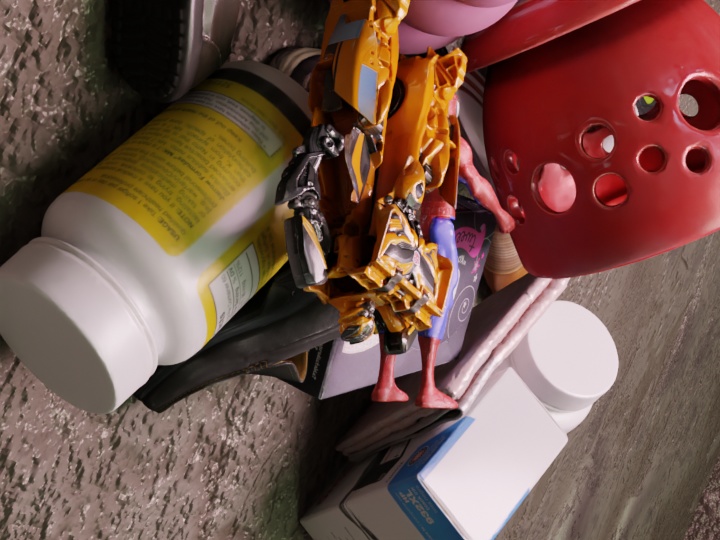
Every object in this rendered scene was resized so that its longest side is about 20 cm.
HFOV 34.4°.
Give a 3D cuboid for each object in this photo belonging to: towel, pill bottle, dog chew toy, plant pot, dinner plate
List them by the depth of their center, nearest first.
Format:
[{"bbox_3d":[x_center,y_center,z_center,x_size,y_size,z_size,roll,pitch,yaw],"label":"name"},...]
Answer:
[{"bbox_3d":[-0.106,-0.021,0.659,0.200,0.114,0.115,-47,145,-34],"label":"pill bottle"},{"bbox_3d":[0.050,-0.198,0.716,0.123,0.200,0.126,-4,100,-20],"label":"dog chew toy"},{"bbox_3d":[0.175,-0.115,0.813,0.200,0.199,0.184,-31,100,-47],"label":"plant pot"},{"bbox_3d":[0.119,-0.089,0.967,0.024,0.202,0.200,-29,159,21],"label":"dinner plate"},{"bbox_3d":[0.082,0.080,1.012,0.191,0.032,0.200,-45,-175,-35],"label":"towel"},{"bbox_3d":[0.150,0.116,1.103,0.113,0.113,0.200,-43,176,-37],"label":"pill bottle"}]

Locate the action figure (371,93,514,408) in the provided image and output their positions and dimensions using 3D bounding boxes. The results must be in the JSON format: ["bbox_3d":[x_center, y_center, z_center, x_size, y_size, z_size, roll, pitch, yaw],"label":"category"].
[{"bbox_3d":[0.059,-0.015,0.760,0.099,0.065,0.202,6,88,-50],"label":"action figure"}]

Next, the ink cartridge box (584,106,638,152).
[{"bbox_3d":[0.189,-0.135,1.028,0.083,0.145,0.200,-26,154,9],"label":"ink cartridge box"}]

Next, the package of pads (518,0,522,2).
[{"bbox_3d":[0.121,-0.277,0.911,0.200,0.075,0.122,-36,134,-45],"label":"package of pads"}]

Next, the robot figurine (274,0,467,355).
[{"bbox_3d":[0.013,-0.055,0.651,0.145,0.058,0.202,38,50,-48],"label":"robot figurine"}]

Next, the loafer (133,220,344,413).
[{"bbox_3d":[-0.059,0.044,0.729,0.072,0.199,0.073,52,26,-13],"label":"loafer"}]

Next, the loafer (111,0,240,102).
[{"bbox_3d":[-0.088,-0.193,0.627,0.071,0.073,0.202,-30,143,-55],"label":"loafer"}]

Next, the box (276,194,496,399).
[{"bbox_3d":[0.000,0.000,0.852,0.199,0.114,0.133,-8,116,-58],"label":"box"}]

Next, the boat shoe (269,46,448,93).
[{"bbox_3d":[0.013,-0.127,0.830,0.199,0.073,0.075,-29,133,-49],"label":"boat shoe"}]

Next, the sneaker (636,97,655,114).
[{"bbox_3d":[0.228,-0.224,1.135,0.074,0.080,0.201,-49,127,-35],"label":"sneaker"}]

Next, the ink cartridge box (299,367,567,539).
[{"bbox_3d":[0.058,0.180,0.996,0.145,0.084,0.200,-44,-174,-37],"label":"ink cartridge box"}]

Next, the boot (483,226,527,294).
[{"bbox_3d":[0.193,-0.047,1.197,0.200,0.073,0.155,-41,141,-21],"label":"boot"}]
